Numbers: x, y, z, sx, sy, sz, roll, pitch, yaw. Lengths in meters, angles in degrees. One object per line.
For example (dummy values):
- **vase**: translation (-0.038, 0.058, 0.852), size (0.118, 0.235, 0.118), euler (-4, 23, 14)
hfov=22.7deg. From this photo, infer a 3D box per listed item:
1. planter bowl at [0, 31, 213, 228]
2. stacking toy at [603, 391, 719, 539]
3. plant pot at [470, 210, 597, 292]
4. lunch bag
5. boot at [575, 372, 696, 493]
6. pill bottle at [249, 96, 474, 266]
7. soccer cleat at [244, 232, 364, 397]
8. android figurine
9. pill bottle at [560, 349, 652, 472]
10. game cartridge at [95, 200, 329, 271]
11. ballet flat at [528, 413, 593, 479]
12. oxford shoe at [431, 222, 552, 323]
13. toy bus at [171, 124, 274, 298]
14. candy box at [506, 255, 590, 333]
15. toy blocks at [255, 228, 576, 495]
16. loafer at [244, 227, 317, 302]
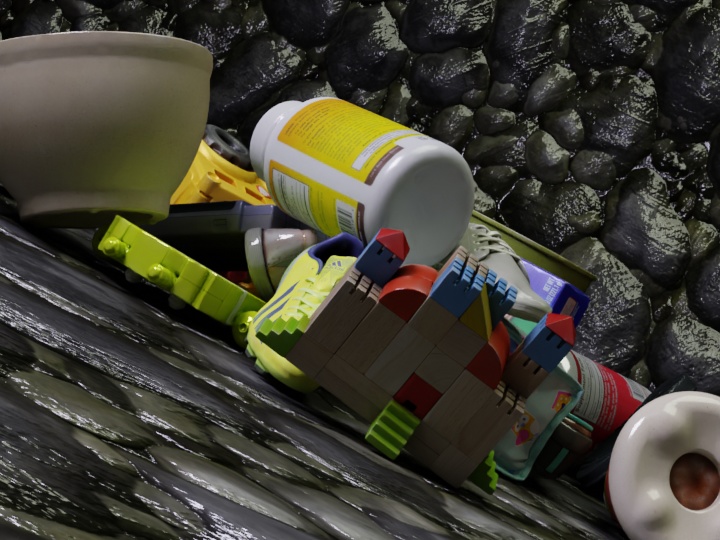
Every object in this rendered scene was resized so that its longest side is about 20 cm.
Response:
- **planter bowl**: translation (-0.216, -0.105, 1.447), size (0.200, 0.135, 0.200), euler (-4, -5, 0)
- **stacking toy**: translation (0.251, 0.184, 1.520), size (0.146, 0.146, 0.200), euler (28, -15, -7)
- **plant pot**: translation (0.129, 0.046, 1.978), size (0.200, 0.193, 0.200), euler (28, 1, -1)
- **lunch bag**: translation (0.055, 0.069, 1.477), size (0.200, 0.122, 0.170), euler (34, -1, -37)
- **boot**: translation (0.319, 0.209, 1.770), size (0.163, 0.198, 0.073), euler (54, -41, 0)
- **pill bottle**: translation (-0.005, -0.078, 1.486), size (0.109, 0.109, 0.200), euler (26, 2, -43)
- **soccer cleat**: translation (-0.035, 0.026, 1.336), size (0.065, 0.084, 0.200), euler (36, 21, -7)
- **android figurine**: translation (-0.134, 0.012, 1.424), size (0.182, 0.041, 0.200), euler (30, -1, 24)
- **pill bottle**: translation (0.205, 0.138, 1.828), size (0.200, 0.112, 0.112), euler (26, 3, -34)
- **game cartridge**: translation (-0.126, -0.030, 1.620), size (0.200, 0.038, 0.130), euler (-2, -20, 33)
- **ballet flat**: translation (0.153, 0.144, 1.579), size (0.068, 0.068, 0.200), euler (30, 1, -3)
- **oxford shoe**: translation (0.100, -0.005, 1.471), size (0.075, 0.058, 0.200), euler (26, 6, -26)
- **toy bus**: translation (-0.123, -0.037, 1.829), size (0.200, 0.136, 0.192), euler (30, 14, -33)
- **candy box**: translation (0.091, 0.049, 1.732), size (0.200, 0.169, 0.077), euler (28, -2, 31)
- **toy blocks**: translation (0.051, 0.047, 1.220), size (0.200, 0.137, 0.100), euler (37, 22, -3)
- **loafer**: translation (-0.049, 0.015, 1.562), size (0.063, 0.072, 0.200), euler (-11, -22, 7)
